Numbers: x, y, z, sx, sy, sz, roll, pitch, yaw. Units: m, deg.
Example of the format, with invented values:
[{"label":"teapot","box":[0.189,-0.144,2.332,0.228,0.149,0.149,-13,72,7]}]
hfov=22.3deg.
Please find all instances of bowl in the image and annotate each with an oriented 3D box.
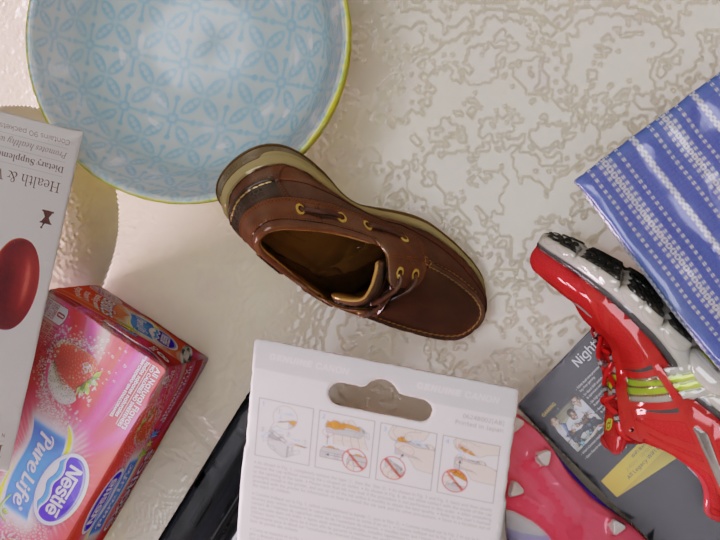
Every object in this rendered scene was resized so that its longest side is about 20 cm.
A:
[{"label":"bowl","box":[-0.094,-0.139,1.126,0.198,0.108,0.202,0,91,11]}]

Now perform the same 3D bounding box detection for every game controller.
[{"label":"game controller","box":[-0.069,0.172,1.169,0.104,0.042,0.201,31,97,-5]}]

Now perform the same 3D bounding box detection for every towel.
[{"label":"towel","box":[0.240,-0.053,1.016,0.199,0.024,0.145,-36,77,-2]}]

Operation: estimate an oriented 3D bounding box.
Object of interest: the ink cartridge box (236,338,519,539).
[{"label":"ink cartridge box","box":[0.009,0.137,1.082,0.159,0.047,0.202,10,113,11]}]

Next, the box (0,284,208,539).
[{"label":"box","box":[-0.193,0.117,1.155,0.095,0.100,0.201,32,96,9]}]

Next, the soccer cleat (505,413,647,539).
[{"label":"soccer cleat","box":[0.122,0.161,1.121,0.067,0.076,0.200,-43,101,-13]}]

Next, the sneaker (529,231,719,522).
[{"label":"sneaker","box":[0.161,0.063,1.048,0.085,0.077,0.200,-45,82,14]}]

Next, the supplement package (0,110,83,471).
[{"label":"supplement package","box":[-0.290,-0.007,1.051,0.190,0.147,0.202,13,88,-33]}]

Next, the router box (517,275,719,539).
[{"label":"router box","box":[0.218,0.066,1.099,0.157,0.052,0.200,45,99,7]}]

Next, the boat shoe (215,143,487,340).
[{"label":"boat shoe","box":[0.000,0.000,1.083,0.199,0.068,0.072,29,117,-34]}]
